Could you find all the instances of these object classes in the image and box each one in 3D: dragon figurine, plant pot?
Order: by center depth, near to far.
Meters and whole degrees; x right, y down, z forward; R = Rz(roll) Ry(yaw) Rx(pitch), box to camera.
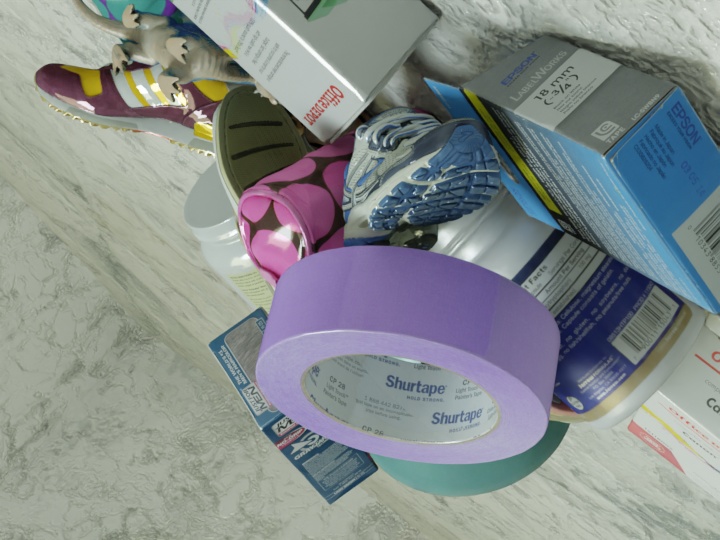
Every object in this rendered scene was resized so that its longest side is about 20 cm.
[{"bbox_3d":[-0.136,-0.176,1.234,0.200,0.059,0.099,27,-155,31],"label":"dragon figurine"},{"bbox_3d":[0.081,0.070,1.395,0.200,0.201,0.161,33,155,33],"label":"plant pot"}]

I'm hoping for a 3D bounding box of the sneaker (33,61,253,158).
[{"bbox_3d":[-0.168,-0.158,1.316,0.200,0.090,0.075,15,-162,3],"label":"sneaker"}]

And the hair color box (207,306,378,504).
[{"bbox_3d":[-0.056,0.123,1.410,0.100,0.060,0.200,53,178,31],"label":"hair color box"}]

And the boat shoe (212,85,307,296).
[{"bbox_3d":[-0.071,-0.045,1.251,0.200,0.075,0.068,70,156,14],"label":"boat shoe"}]

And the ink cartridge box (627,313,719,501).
[{"bbox_3d":[0.277,0.112,1.214,0.116,0.068,0.200,38,167,13],"label":"ink cartridge box"}]

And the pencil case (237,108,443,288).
[{"bbox_3d":[-0.005,-0.049,1.191,0.091,0.200,0.094,38,131,24],"label":"pencil case"}]

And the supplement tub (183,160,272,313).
[{"bbox_3d":[-0.069,-0.023,1.607,0.200,0.145,0.145,49,165,-32],"label":"supplement tub"}]

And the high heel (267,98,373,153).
[{"bbox_3d":[0.007,-0.105,1.297,0.142,0.071,0.200,25,164,35],"label":"high heel"}]

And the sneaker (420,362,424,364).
[{"bbox_3d":[0.105,0.038,1.253,0.085,0.200,0.077,53,132,15],"label":"sneaker"}]

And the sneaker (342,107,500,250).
[{"bbox_3d":[0.026,-0.069,1.033,0.200,0.077,0.085,142,120,-66],"label":"sneaker"}]

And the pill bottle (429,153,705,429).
[{"bbox_3d":[0.137,0.008,1.153,0.200,0.120,0.120,41,168,-1],"label":"pill bottle"}]

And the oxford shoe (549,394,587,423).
[{"bbox_3d":[0.169,0.099,1.265,0.200,0.074,0.071,-1,-126,-58],"label":"oxford shoe"}]

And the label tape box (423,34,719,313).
[{"bbox_3d":[0.145,-0.070,0.981,0.144,0.063,0.200,49,172,-34],"label":"label tape box"}]

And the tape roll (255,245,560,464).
[{"bbox_3d":[0.032,0.062,1.083,0.200,0.066,0.200,10,151,5],"label":"tape roll"}]

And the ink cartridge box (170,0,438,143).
[{"bbox_3d":[-0.057,-0.195,1.112,0.200,0.084,0.145,42,167,-5],"label":"ink cartridge box"}]

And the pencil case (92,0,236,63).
[{"bbox_3d":[-0.169,-0.227,1.339,0.092,0.085,0.200,-3,150,19],"label":"pencil case"}]
